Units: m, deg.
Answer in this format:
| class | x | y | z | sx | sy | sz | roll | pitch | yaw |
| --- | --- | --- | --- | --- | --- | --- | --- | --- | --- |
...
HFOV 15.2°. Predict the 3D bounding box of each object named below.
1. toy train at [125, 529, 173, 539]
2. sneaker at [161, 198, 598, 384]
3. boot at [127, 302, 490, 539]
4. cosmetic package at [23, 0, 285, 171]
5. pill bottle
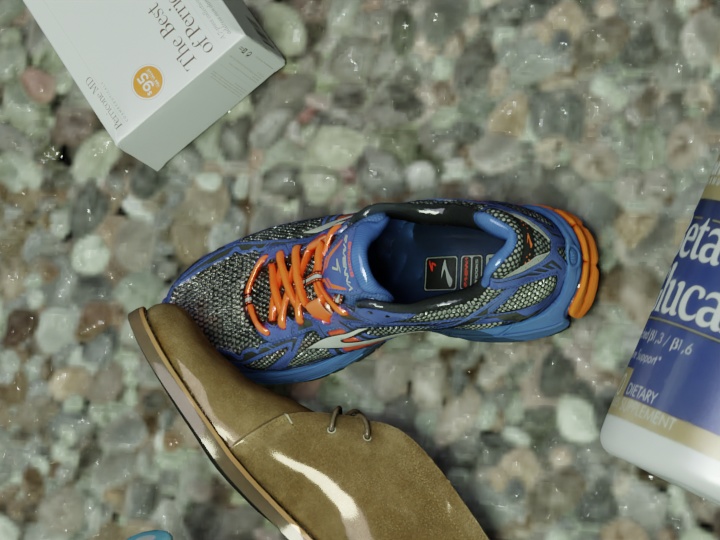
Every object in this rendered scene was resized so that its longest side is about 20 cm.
| class | x | y | z | sx | sy | sz | roll | pitch | yaw |
| --- | --- | --- | --- | --- | --- | --- | --- | --- | --- |
| toy train | -0.030 | 0.200 | 1.133 | 0.149 | 0.055 | 0.202 | -4 | 105 | 40 |
| sneaker | 0.000 | 0.000 | 1.171 | 0.199 | 0.078 | 0.076 | -13 | 73 | 20 |
| boot | -0.019 | 0.080 | 1.160 | 0.075 | 0.074 | 0.200 | -42 | 84 | 2 |
| cosmetic package | -0.125 | -0.152 | 1.275 | 0.082 | 0.051 | 0.201 | -40 | 66 | 11 |
| pill bottle | 0.182 | 0.001 | 1.074 | 0.110 | 0.111 | 0.201 | 23 | 87 | 26 |
